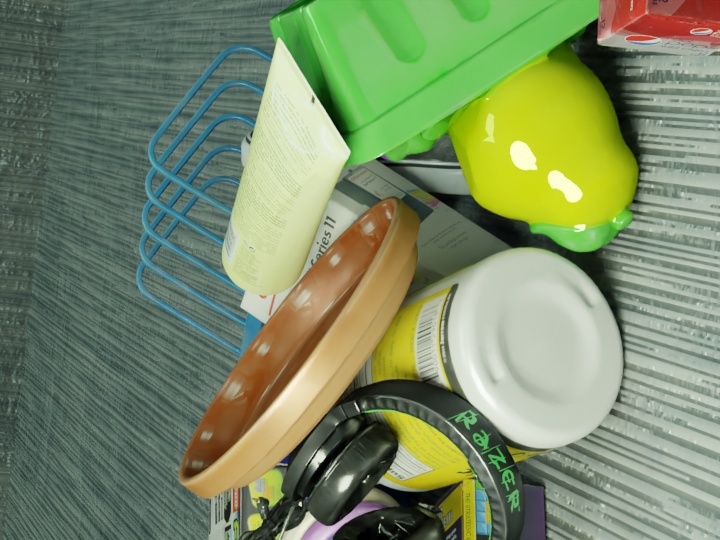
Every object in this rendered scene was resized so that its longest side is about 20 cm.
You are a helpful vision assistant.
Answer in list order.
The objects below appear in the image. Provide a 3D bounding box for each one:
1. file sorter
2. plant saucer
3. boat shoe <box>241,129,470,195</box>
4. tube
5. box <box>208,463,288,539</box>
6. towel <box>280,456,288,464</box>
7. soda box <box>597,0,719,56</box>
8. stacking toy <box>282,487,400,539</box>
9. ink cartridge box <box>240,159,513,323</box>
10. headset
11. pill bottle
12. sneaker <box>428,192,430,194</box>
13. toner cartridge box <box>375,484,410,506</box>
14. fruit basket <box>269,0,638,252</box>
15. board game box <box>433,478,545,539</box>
[{"bbox_3d":[-0.083,-0.049,1.775,0.139,0.123,0.200,-53,-11,-28],"label":"file sorter"},{"bbox_3d":[-0.030,0.046,1.352,0.200,0.032,0.200,-51,9,11],"label":"plant saucer"},{"bbox_3d":[0.007,-0.091,1.549,0.199,0.074,0.068,8,112,38],"label":"boat shoe"},{"bbox_3d":[-0.040,-0.049,1.361,0.200,0.058,0.052,110,-179,-62],"label":"tube"},{"bbox_3d":[-0.073,0.232,1.566,0.110,0.035,0.200,137,135,-70],"label":"box"},{"bbox_3d":[-0.035,0.181,1.582,0.148,0.050,0.200,125,145,-52],"label":"towel"},{"bbox_3d":[0.165,-0.214,1.232,0.070,0.063,0.200,154,120,-72],"label":"soda box"},{"bbox_3d":[0.018,0.198,1.376,0.200,0.085,0.085,-132,50,-63],"label":"stacking toy"},{"bbox_3d":[0.000,0.000,1.504,0.200,0.067,0.117,34,129,21],"label":"ink cartridge box"},{"bbox_3d":[0.008,0.126,1.332,0.200,0.094,0.124,-25,98,37],"label":"headset"},{"bbox_3d":[0.048,0.064,1.372,0.200,0.111,0.111,-25,59,54],"label":"pill bottle"},{"bbox_3d":[0.035,-0.034,1.642,0.200,0.078,0.116,111,145,-54],"label":"sneaker"},{"bbox_3d":[0.002,0.151,1.698,0.095,0.043,0.200,142,131,-70],"label":"toner cartridge box"},{"bbox_3d":[0.075,-0.101,1.357,0.156,0.215,0.216,-177,93,-74],"label":"fruit basket"},{"bbox_3d":[0.055,0.236,1.460,0.200,0.057,0.165,127,147,-61],"label":"board game box"}]
